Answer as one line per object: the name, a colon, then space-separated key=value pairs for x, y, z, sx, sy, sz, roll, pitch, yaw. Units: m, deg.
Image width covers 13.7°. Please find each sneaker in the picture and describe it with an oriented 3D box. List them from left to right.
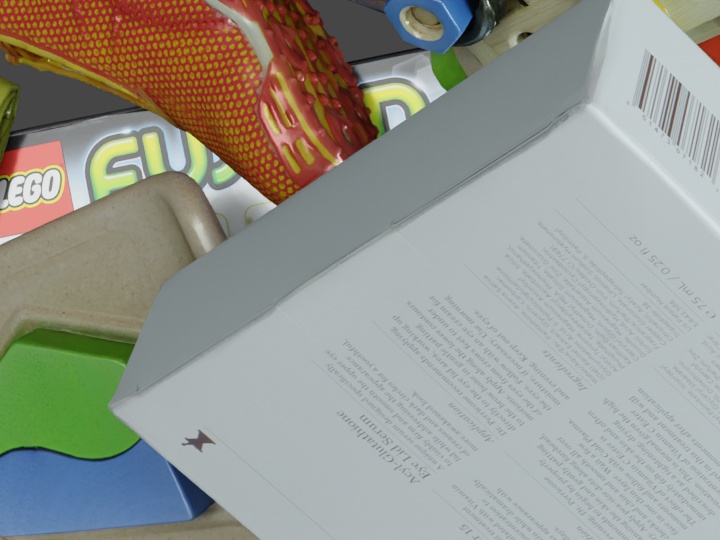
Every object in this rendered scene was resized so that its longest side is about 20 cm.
sneaker: x=-0.065 y=-0.070 z=0.780 sx=0.077 sy=0.073 sz=0.200 roll=-47 pitch=57 yaw=4

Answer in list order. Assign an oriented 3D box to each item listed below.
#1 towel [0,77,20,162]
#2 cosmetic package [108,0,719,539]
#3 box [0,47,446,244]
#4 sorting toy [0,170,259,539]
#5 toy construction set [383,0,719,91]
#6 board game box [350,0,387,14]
towel: x=-0.191 y=-0.042 z=0.816 sx=0.200 sy=0.018 sz=0.086 roll=21 pitch=93 yaw=16
cosmetic package: x=0.067 y=0.047 z=0.671 sx=0.200 sy=0.052 sz=0.151 roll=43 pitch=127 yaw=-20
box: x=0.000 y=0.000 z=0.803 sx=0.200 sy=0.035 sz=0.110 roll=-11 pitch=87 yaw=6
sorting toy: x=-0.086 y=0.093 z=0.766 sx=0.200 sy=0.036 sz=0.185 roll=-23 pitch=94 yaw=26
toy construction set: x=0.079 y=-0.048 z=0.682 sx=0.131 sy=0.092 sz=0.200 roll=42 pitch=130 yaw=-18
board game box: x=0.032 y=-0.166 z=0.754 sx=0.034 sy=0.135 sz=0.200 roll=20 pitch=90 yaw=8
